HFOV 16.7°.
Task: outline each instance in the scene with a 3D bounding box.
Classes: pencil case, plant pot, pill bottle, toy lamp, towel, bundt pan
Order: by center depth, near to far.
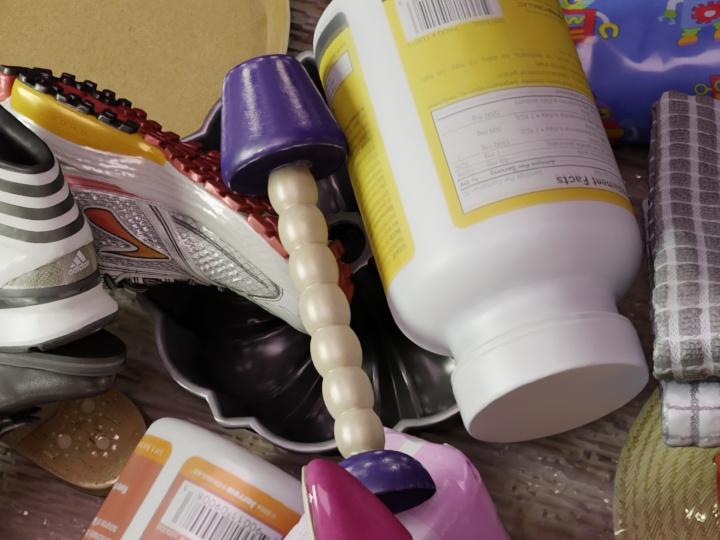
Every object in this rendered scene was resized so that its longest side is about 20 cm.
[{"bbox_3d":[-0.018,0.005,1.032,0.058,0.058,0.200,-16,73,8],"label":"toy lamp"},{"bbox_3d":[0.204,-0.009,1.059,0.166,0.086,0.200,-6,32,8],"label":"towel"},{"bbox_3d":[0.056,-0.033,1.061,0.112,0.112,0.200,-19,68,7],"label":"pill bottle"},{"bbox_3d":[-0.094,0.176,1.105,0.112,0.112,0.200,27,79,21],"label":"pill bottle"},{"bbox_3d":[0.178,-0.104,1.159,0.200,0.078,0.087,-4,43,13],"label":"pencil case"},{"bbox_3d":[0.000,0.000,1.164,0.202,0.076,0.202,-5,69,12],"label":"bundt pan"},{"bbox_3d":[-0.130,-0.115,1.265,0.200,0.027,0.200,-5,70,13],"label":"plant pot"}]

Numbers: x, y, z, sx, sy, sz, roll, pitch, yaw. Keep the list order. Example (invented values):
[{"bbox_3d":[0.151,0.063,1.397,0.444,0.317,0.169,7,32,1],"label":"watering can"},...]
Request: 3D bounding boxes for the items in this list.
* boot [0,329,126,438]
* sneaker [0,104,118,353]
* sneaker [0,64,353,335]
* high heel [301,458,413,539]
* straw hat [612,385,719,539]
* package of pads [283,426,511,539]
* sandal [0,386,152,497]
[{"bbox_3d":[-0.191,0.115,1.154,0.200,0.069,0.174,-7,100,16],"label":"boot"},{"bbox_3d":[-0.198,-0.027,1.109,0.200,0.076,0.115,-1,108,37],"label":"sneaker"},{"bbox_3d":[-0.092,-0.020,1.124,0.200,0.078,0.082,29,103,19],"label":"sneaker"},{"bbox_3d":[0.052,0.143,0.971,0.096,0.067,0.200,-23,110,12],"label":"high heel"},{"bbox_3d":[0.200,0.088,1.079,0.201,0.085,0.201,-4,70,12],"label":"straw hat"},{"bbox_3d":[-0.008,0.176,1.054,0.076,0.121,0.200,19,60,45],"label":"package of pads"},{"bbox_3d":[-0.199,0.044,1.201,0.212,0.070,0.078,23,77,20],"label":"sandal"}]
